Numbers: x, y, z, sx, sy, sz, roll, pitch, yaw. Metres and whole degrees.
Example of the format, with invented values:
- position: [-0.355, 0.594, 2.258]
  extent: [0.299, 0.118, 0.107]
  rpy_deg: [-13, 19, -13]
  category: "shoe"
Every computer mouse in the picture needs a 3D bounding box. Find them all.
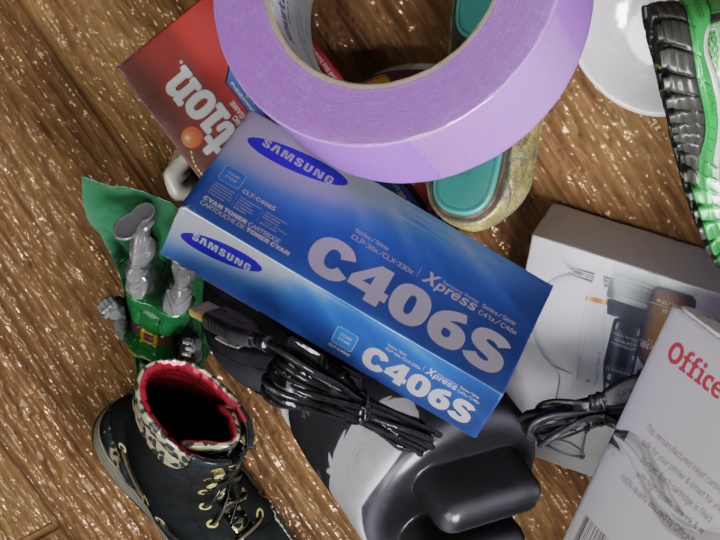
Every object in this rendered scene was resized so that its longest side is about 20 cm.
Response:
- position: [0.169, 0.146, 1.092]
  extent: [0.109, 0.044, 0.202]
  rpy_deg: [-22, 115, -6]
  category: "computer mouse"
- position: [-0.057, 0.049, 1.022]
  extent: [0.200, 0.140, 0.046]
  rpy_deg: [34, 94, 47]
  category: "computer mouse"

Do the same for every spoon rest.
- position: [0.193, -0.161, 0.989]
  extent: [0.099, 0.061, 0.200]
  rpy_deg: [44, 123, -4]
  category: "spoon rest"

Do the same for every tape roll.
- position: [0.023, -0.152, 0.991]
  extent: [0.198, 0.066, 0.203]
  rpy_deg: [-6, 72, 19]
  category: "tape roll"

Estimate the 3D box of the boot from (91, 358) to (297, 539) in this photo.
- position: [-0.092, 0.150, 1.222]
  extent: [0.204, 0.073, 0.154]
  rpy_deg: [45, 155, 2]
  category: "boot"

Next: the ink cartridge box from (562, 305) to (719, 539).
- position: [0.192, 0.142, 0.987]
  extent: [0.084, 0.145, 0.202]
  rpy_deg: [17, 104, -29]
  category: "ink cartridge box"

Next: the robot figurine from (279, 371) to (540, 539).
- position: [0.029, 0.094, 1.117]
  extent: [0.150, 0.124, 0.200]
  rpy_deg: [-47, 49, 10]
  category: "robot figurine"

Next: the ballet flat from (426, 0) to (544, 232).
- position: [0.084, -0.120, 1.047]
  extent: [0.070, 0.071, 0.202]
  rpy_deg: [13, 90, 17]
  category: "ballet flat"

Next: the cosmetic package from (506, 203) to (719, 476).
- position: [0.188, 0.063, 1.107]
  extent: [0.198, 0.052, 0.152]
  rpy_deg: [18, 123, 15]
  category: "cosmetic package"

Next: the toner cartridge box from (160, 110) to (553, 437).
- position: [0.000, 0.000, 1.009]
  extent: [0.199, 0.095, 0.043]
  rpy_deg: [30, 134, 1]
  category: "toner cartridge box"

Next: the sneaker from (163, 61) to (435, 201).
- position: [-0.023, -0.070, 1.110]
  extent: [0.198, 0.090, 0.076]
  rpy_deg: [-10, 110, 28]
  category: "sneaker"

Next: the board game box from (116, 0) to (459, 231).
- position: [-0.042, -0.069, 1.068]
  extent: [0.103, 0.019, 0.201]
  rpy_deg: [-38, 89, 2]
  category: "board game box"

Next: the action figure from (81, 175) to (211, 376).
- position: [-0.130, 0.022, 1.190]
  extent: [0.117, 0.055, 0.201]
  rpy_deg: [26, 151, 8]
  category: "action figure"

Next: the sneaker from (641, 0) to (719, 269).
- position: [0.210, -0.070, 0.989]
  extent: [0.084, 0.079, 0.201]
  rpy_deg: [-14, 140, 9]
  category: "sneaker"
